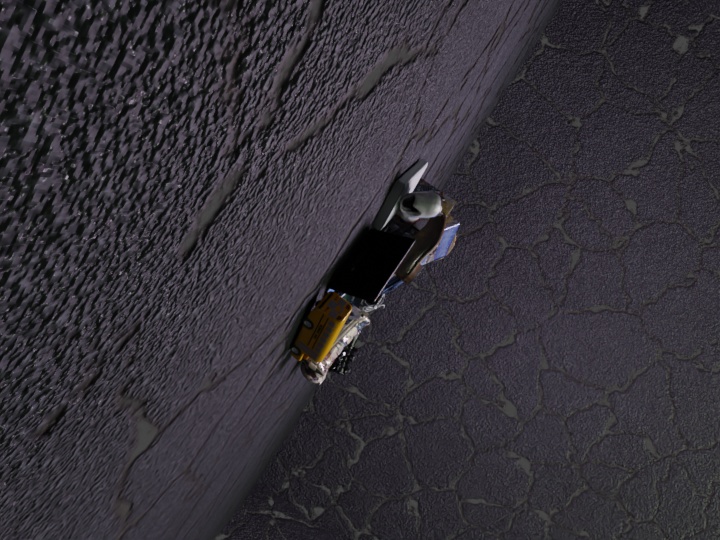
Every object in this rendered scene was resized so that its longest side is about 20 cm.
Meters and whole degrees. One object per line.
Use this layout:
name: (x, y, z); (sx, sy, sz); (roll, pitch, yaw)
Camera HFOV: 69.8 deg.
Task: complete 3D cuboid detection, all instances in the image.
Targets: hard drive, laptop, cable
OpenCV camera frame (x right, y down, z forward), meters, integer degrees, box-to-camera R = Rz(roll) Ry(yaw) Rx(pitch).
hard drive: (0.100, -0.188, 1.253); (0.133, 0.026, 0.200); (-61, 174, 33)
laptop: (0.013, 0.011, 1.191); (0.188, 0.198, 0.117); (-54, 140, -27)
cable: (0.100, -0.081, 1.340); (0.199, 0.051, 0.097); (-37, 164, -9)

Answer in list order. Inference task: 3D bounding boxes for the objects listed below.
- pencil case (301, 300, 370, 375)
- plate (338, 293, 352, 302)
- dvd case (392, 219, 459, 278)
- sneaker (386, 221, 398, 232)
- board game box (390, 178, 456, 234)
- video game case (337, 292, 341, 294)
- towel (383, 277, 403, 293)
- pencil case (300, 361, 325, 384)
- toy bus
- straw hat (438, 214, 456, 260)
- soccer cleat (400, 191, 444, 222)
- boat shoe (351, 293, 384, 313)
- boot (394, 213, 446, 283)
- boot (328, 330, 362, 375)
pencil case: (-0.063, 0.170, 1.277); (0.200, 0.078, 0.090); (-46, 174, -22)
plate: (-0.079, 0.122, 1.320); (0.200, 0.025, 0.201); (-48, 165, -17)
dvd case: (0.166, -0.055, 1.379); (0.198, 0.018, 0.144); (-22, 150, -24)
sneaker: (0.096, -0.069, 1.475); (0.089, 0.080, 0.202); (-54, -167, 47)
board game box: (0.178, -0.171, 1.464); (0.200, 0.135, 0.035); (-51, 173, -42)
video game case: (0.000, 0.000, 1.447); (0.202, 0.024, 0.182); (-57, 174, 1)
towel: (0.087, 0.024, 1.530); (0.199, 0.049, 0.112); (-37, -165, 26)
pencil case: (-0.097, 0.231, 1.486); (0.202, 0.089, 0.077); (-58, 159, 21)
toy bus: (-0.089, 0.131, 1.119); (0.065, 0.078, 0.201); (-50, 171, -45)
straw hat: (0.180, -0.108, 1.546); (0.203, 0.200, 0.085); (-59, 166, 28)
soccer cleat: (0.122, -0.156, 1.214); (0.200, 0.085, 0.071); (-179, -83, -72)
boat shoe: (0.027, 0.065, 1.314); (0.074, 0.062, 0.201); (-21, 150, -28)
boot: (0.132, -0.078, 1.256); (0.202, 0.096, 0.074); (-60, -156, -11)
boot: (-0.059, 0.226, 1.608); (0.165, 0.072, 0.198); (-69, -162, 2)
